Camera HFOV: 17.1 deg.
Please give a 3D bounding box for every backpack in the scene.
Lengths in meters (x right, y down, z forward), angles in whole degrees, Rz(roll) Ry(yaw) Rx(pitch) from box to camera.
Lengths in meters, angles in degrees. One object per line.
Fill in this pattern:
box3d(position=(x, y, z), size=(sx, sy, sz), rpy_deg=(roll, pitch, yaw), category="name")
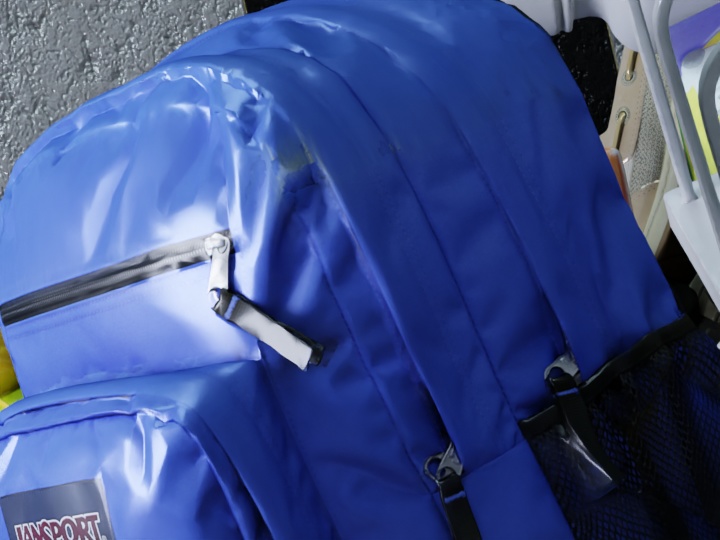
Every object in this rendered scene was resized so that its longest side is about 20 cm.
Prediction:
box3d(position=(-0.004, 0.037, 0.577), size=(0.162, 0.201, 0.167), rpy_deg=(-16, 6, 45), category="backpack")

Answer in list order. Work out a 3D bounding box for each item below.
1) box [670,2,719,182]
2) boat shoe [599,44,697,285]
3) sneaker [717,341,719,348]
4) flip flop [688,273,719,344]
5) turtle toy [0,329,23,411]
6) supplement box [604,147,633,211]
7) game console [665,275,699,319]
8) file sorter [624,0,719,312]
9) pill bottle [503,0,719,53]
box3d(position=(0.177, -0.028, 0.834), size=(0.117, 0.048, 0.201), rpy_deg=(-25, 46, 19), category="box")
box3d(position=(0.131, -0.039, 1.043), size=(0.065, 0.202, 0.072), rpy_deg=(14, 4, 42), category="boat shoe")
box3d(position=(0.118, 0.058, 0.736), size=(0.199, 0.076, 0.092), rpy_deg=(-20, 20, 15), category="sneaker")
box3d(position=(0.170, 0.023, 0.928), size=(0.081, 0.057, 0.200), rpy_deg=(-57, 15, -1), category="flip flop")
box3d(position=(-0.130, 0.080, 0.888), size=(0.101, 0.201, 0.146), rpy_deg=(4, -46, -38), category="turtle toy")
box3d(position=(-0.008, 0.007, 0.806), size=(0.199, 0.069, 0.066), rpy_deg=(-13, 4, -16), category="supplement box")
box3d(position=(0.000, 0.000, 0.949), size=(0.199, 0.177, 0.116), rpy_deg=(-33, 2, -26), category="game console")
box3d(position=(0.165, -0.035, 0.665), size=(0.138, 0.125, 0.200), rpy_deg=(-21, 33, 1), category="file sorter")
box3d(position=(0.146, -0.146, 0.932), size=(0.198, 0.112, 0.111), rpy_deg=(-10, 4, 3), category="pill bottle")
